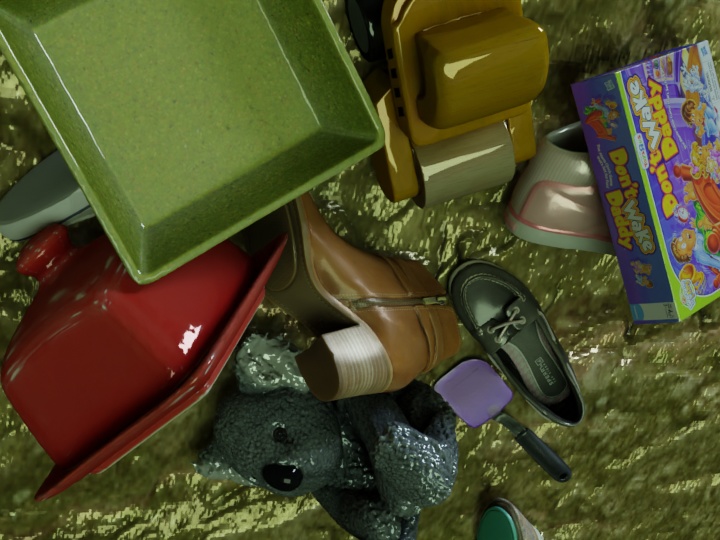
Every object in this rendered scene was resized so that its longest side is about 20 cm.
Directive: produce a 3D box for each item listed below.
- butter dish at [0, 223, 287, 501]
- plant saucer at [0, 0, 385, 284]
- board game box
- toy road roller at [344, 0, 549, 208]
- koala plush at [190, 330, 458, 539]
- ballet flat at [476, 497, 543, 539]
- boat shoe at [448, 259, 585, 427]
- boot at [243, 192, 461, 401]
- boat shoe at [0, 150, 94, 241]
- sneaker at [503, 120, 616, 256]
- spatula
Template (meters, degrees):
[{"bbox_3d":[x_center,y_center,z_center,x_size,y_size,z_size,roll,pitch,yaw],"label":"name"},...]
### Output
[{"bbox_3d":[-0.175,0.029,0.744,0.148,0.200,0.199,44,122,-13],"label":"butter dish"},{"bbox_3d":[-0.112,-0.125,0.692,0.200,0.048,0.200,-32,105,-18],"label":"plant saucer"},{"bbox_3d":[0.252,-0.073,0.863,0.134,0.045,0.200,-24,101,-38],"label":"board game box"},{"bbox_3d":[0.073,-0.131,0.782,0.123,0.146,0.200,-18,121,-10],"label":"toy road roller"},{"bbox_3d":[-0.036,0.150,0.903,0.200,0.184,0.178,18,117,-4],"label":"koala plush"},{"bbox_3d":[0.157,0.303,1.096,0.067,0.068,0.200,-20,129,-32],"label":"ballet flat"},{"bbox_3d":[0.151,0.069,0.966,0.067,0.057,0.200,-38,122,2],"label":"boat shoe"},{"bbox_3d":[0.000,0.000,0.859,0.155,0.200,0.077,-13,163,-44],"label":"boot"},{"bbox_3d":[-0.167,-0.068,0.778,0.200,0.071,0.070,-32,128,-4],"label":"boat shoe"},{"bbox_3d":[0.229,-0.070,0.910,0.200,0.075,0.105,5,119,-17],"label":"sneaker"},{"bbox_3d":[0.149,0.153,1.030,0.057,0.021,0.200,-41,123,11],"label":"spatula"}]
